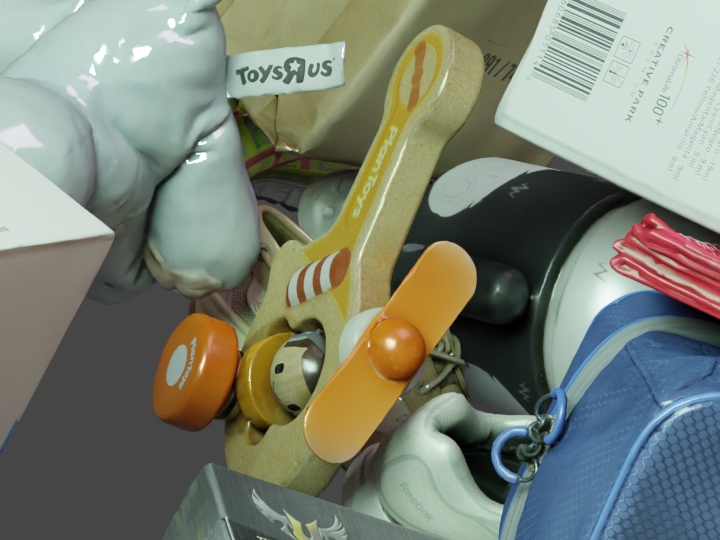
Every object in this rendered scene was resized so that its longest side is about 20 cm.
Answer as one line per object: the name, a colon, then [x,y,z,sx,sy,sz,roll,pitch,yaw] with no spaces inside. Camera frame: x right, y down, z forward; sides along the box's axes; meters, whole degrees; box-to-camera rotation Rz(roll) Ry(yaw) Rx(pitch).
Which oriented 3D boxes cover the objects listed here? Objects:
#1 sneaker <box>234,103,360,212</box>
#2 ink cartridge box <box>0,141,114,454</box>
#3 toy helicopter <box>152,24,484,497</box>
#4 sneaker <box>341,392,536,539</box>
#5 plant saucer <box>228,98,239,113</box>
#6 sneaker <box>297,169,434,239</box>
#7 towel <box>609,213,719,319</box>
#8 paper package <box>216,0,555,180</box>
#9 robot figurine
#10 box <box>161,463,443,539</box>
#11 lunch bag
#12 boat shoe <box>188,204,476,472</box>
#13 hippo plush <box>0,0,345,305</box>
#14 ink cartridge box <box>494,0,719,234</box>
sneaker: [-0.058,-0.085,1.089,0.078,0.091,0.199,42,23,24]
ink cartridge box: [-0.207,-0.003,0.573,0.199,0.147,0.146,37,21,18]
toy helicopter: [0.000,0.000,0.799,0.078,0.201,0.132,22,4,-24]
sneaker: [0.095,0.105,0.823,0.198,0.081,0.076,17,47,-13]
plant saucer: [-0.154,-0.118,1.012,0.198,0.031,0.201,10,32,-6]
sneaker: [0.041,-0.010,1.108,0.199,0.077,0.080,19,5,-35]
towel: [0.172,0.021,0.718,0.144,0.023,0.200,26,7,18]
paper package: [0.052,-0.144,1.018,0.199,0.191,0.104,7,38,-51]
robot figurine: [0.091,0.017,0.975,0.150,0.126,0.199,-35,33,-32]
box: [0.036,0.156,0.703,0.199,0.049,0.159,22,22,-27]
lunch bag: [0.139,0.098,0.715,0.199,0.137,0.132,24,14,-7]
boat shoe: [0.012,0.048,0.905,0.200,0.065,0.072,39,21,19]
hippo plush: [-0.118,-0.031,0.805,0.161,0.199,0.160,-48,120,-48]
ink cartridge box: [0.184,-0.047,0.841,0.175,0.084,0.199,30,9,34]
